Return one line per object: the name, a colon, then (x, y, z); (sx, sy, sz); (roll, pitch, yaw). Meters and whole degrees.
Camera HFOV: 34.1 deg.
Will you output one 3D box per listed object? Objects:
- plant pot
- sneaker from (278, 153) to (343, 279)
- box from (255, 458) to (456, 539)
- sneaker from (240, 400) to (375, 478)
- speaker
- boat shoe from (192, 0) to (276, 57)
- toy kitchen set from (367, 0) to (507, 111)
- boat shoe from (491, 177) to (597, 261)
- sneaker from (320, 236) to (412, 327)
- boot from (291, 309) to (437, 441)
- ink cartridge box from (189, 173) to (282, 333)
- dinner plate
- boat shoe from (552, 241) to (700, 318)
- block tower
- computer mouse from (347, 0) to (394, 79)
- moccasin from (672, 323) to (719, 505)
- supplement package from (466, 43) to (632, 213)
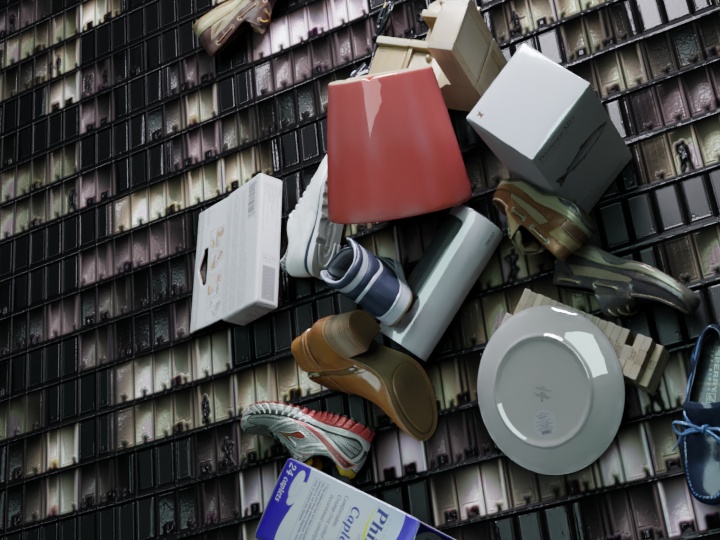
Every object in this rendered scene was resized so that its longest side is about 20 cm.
plant pot: (0.040, -0.169, 1.543); (0.197, 0.200, 0.181); (-4, 101, 28)
sneaker: (-0.063, -0.088, 1.682); (0.080, 0.076, 0.203); (5, 71, 40)
box: (0.009, 0.327, 1.397); (0.198, 0.184, 0.106); (19, 78, 34)
sneaker: (-0.079, 0.223, 1.555); (0.197, 0.078, 0.084); (8, 75, 32)
speaker: (0.104, 0.017, 1.537); (0.081, 0.081, 0.202); (31, 87, 35)
boat shoe: (-0.171, -0.412, 1.887); (0.198, 0.072, 0.073); (-31, 88, 3)
toy kitchen set: (0.095, -0.340, 1.628); (0.197, 0.180, 0.166); (12, 75, 29)
boat shoe: (0.214, -0.061, 1.471); (0.074, 0.075, 0.200); (-54, 24, -2)
sneaker: (0.000, 0.000, 1.533); (0.071, 0.108, 0.200); (-53, 16, 6)
boot: (0.000, 0.147, 1.534); (0.155, 0.200, 0.077); (-25, 20, 52)
ink cartridge box: (-0.183, -0.018, 1.735); (0.175, 0.044, 0.204); (-26, 56, 47)
dinner plate: (0.221, 0.144, 1.411); (0.198, 0.024, 0.204); (0, 91, 37)
boat shoe: (0.319, 0.024, 1.426); (0.199, 0.074, 0.074); (25, 93, 43)
block tower: (0.272, 0.083, 1.430); (0.198, 0.054, 0.059); (21, 80, 34)
computer mouse: (0.006, -0.314, 1.741); (0.034, 0.059, 0.203); (20, 77, 0)
moccasin: (0.387, 0.159, 1.324); (0.079, 0.068, 0.204); (-7, 67, 26)
supplement package: (0.239, -0.165, 1.463); (0.117, 0.200, 0.117); (40, 91, 35)
